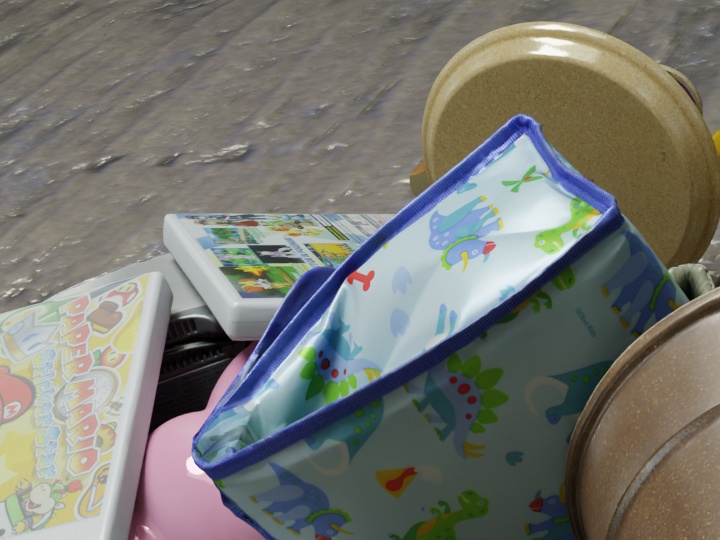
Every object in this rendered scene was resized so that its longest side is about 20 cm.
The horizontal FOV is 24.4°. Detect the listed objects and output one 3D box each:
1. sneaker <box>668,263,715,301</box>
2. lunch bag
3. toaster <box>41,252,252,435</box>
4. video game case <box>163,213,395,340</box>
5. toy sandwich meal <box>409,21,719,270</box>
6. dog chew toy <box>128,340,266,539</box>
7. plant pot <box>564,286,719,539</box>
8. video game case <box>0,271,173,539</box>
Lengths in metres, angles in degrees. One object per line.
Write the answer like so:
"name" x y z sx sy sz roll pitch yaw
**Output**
"sneaker" 0.151 0.064 0.818 0.076 0.089 0.200 -6 28 17
"lunch bag" 0.051 0.066 0.711 0.200 0.170 0.128 -41 30 3
"toaster" -0.106 0.057 0.941 0.199 0.114 0.129 -20 24 -3
"video game case" 0.000 0.000 0.880 0.181 0.022 0.200 0 14 -16
"toy sandwich meal" 0.124 -0.064 0.982 0.204 0.206 0.070 2 33 30
"dog chew toy" -0.058 0.113 0.808 0.199 0.125 0.124 -33 31 -17
"plant pot" 0.179 0.133 0.573 0.199 0.201 0.199 -11 34 7
"video game case" -0.187 0.090 0.809 0.181 0.023 0.201 -15 36 14
